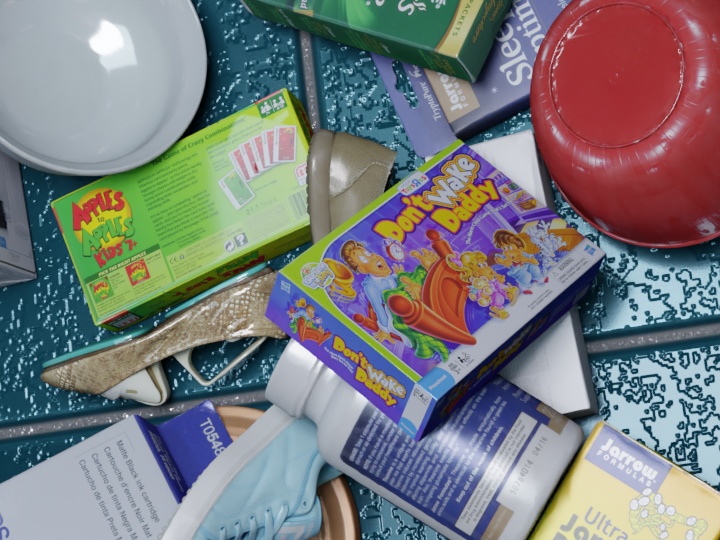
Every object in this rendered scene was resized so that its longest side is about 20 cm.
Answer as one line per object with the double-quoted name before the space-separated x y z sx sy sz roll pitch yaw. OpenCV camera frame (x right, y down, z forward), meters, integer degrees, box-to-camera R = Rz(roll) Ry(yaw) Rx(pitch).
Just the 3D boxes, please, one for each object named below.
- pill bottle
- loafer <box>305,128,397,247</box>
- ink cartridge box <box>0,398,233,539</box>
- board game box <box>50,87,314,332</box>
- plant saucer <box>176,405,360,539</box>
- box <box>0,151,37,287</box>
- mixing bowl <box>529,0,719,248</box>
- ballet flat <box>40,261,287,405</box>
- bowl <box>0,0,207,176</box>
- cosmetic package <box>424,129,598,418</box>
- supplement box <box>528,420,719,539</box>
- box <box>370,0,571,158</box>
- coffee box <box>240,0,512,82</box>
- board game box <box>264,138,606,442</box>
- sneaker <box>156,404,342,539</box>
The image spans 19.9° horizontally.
"pill bottle" 0.040 0.102 1.371 0.199 0.111 0.112 31 90 8
"loafer" 0.000 0.000 1.444 0.067 0.076 0.202 -2 109 9
"ink cartridge box" -0.153 0.203 1.420 0.199 0.041 0.200 -27 62 -9
"board game box" -0.119 -0.043 1.519 0.198 0.048 0.102 -25 76 9
"plant saucer" -0.099 0.199 1.487 0.198 0.032 0.203 -2 82 14
"box" -0.305 -0.091 1.539 0.060 0.117 0.202 -13 78 12
"mixing bowl" 0.190 -0.120 1.368 0.198 0.108 0.203 -3 83 28
"ballet flat" -0.140 0.061 1.502 0.198 0.070 0.066 -24 91 14
"bowl" -0.221 -0.151 1.520 0.199 0.090 0.203 9 69 -23
"cosmetic package" 0.107 0.010 1.451 0.082 0.051 0.202 -13 79 12
"supplement box" 0.161 0.217 1.377 0.109 0.109 0.201 31 90 16
"box" 0.104 -0.177 1.491 0.199 0.032 0.122 -27 76 10
"coffee box" 0.019 -0.220 1.483 0.199 0.044 0.124 21 77 29
"board game box" 0.052 0.009 1.350 0.134 0.045 0.200 38 47 16
"sneaker" -0.068 0.160 1.396 0.082 0.074 0.200 38 51 8
